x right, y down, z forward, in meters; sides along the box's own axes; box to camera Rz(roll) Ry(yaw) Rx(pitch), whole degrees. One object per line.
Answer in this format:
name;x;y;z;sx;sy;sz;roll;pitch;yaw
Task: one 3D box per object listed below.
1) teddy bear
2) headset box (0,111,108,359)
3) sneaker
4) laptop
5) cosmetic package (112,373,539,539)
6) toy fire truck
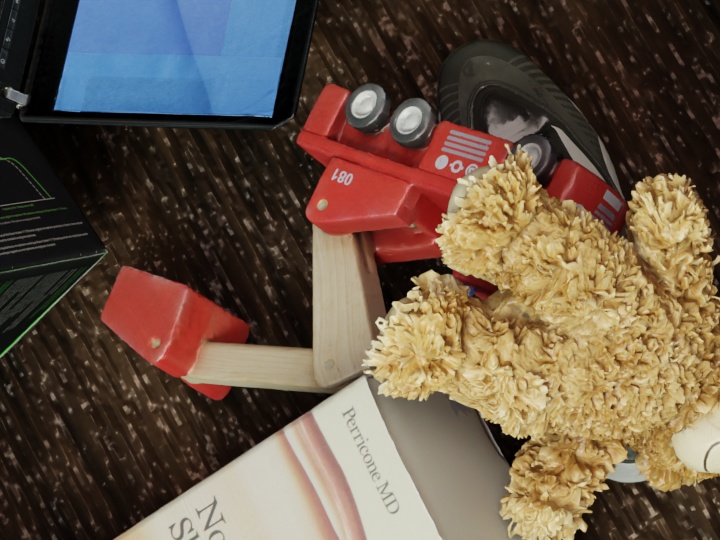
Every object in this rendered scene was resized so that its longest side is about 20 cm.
teddy bear;0.091;0.031;1.083;0.145;0.200;0.067;-51;35;-11
headset box;-0.234;-0.031;1.192;0.174;0.093;0.200;-43;75;27
sneaker;0.086;-0.013;1.196;0.066;0.091;0.201;-22;77;-1
laptop;-0.118;-0.160;1.150;0.199;0.103;0.178;27;61;-32
cosmetic package;-0.033;0.132;1.138;0.200;0.087;0.104;-35;71;22
toy fire truck;0.000;0.000;1.173;0.199;0.049;0.142;21;80;40
